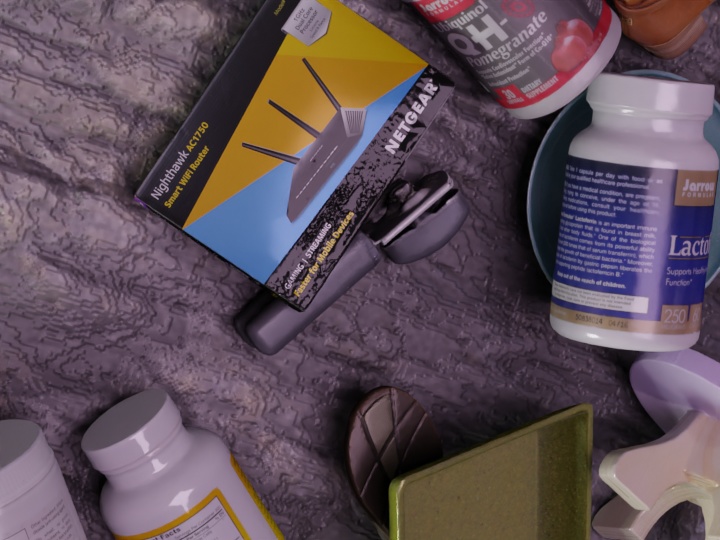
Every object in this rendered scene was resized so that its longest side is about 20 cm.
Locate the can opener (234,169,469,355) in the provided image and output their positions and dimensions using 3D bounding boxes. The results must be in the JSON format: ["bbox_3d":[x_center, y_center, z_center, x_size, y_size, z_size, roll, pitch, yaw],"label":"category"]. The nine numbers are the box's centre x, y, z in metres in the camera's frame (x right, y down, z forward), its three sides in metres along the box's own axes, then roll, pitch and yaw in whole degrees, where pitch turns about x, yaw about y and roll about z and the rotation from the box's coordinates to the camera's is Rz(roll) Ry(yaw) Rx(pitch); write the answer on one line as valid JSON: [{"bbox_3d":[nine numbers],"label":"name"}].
[{"bbox_3d":[0.000,0.000,1.600,0.200,0.053,0.067,-42,112,-10],"label":"can opener"}]

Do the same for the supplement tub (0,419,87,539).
[{"bbox_3d":[-0.247,0.220,1.488,0.132,0.132,0.201,-24,107,-18],"label":"supplement tub"}]

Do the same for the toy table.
[{"bbox_3d":[0.270,0.163,1.693,0.200,0.184,0.117,38,67,-16],"label":"toy table"}]

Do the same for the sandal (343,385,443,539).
[{"bbox_3d":[0.034,0.169,1.649,0.082,0.055,0.200,-44,128,-16],"label":"sandal"}]

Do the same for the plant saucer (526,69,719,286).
[{"bbox_3d":[0.213,-0.060,1.691,0.199,0.036,0.201,-4,101,-22],"label":"plant saucer"}]

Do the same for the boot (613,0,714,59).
[{"bbox_3d":[0.262,-0.259,1.613,0.200,0.074,0.155,-59,157,-1],"label":"boot"}]

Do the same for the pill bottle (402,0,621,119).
[{"bbox_3d":[0.091,-0.215,1.569,0.200,0.111,0.111,44,81,-24],"label":"pill bottle"}]

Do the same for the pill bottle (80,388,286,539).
[{"bbox_3d":[-0.121,0.186,1.552,0.104,0.104,0.200,-35,111,-14],"label":"pill bottle"}]

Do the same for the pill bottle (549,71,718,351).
[{"bbox_3d":[0.208,-0.046,1.609,0.115,0.116,0.201,2,99,-24],"label":"pill bottle"}]

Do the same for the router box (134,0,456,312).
[{"bbox_3d":[-0.048,-0.092,1.539,0.149,0.051,0.200,34,84,-4],"label":"router box"}]

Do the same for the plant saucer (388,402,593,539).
[{"bbox_3d":[0.091,0.211,1.643,0.199,0.048,0.201,-18,117,-35],"label":"plant saucer"}]
